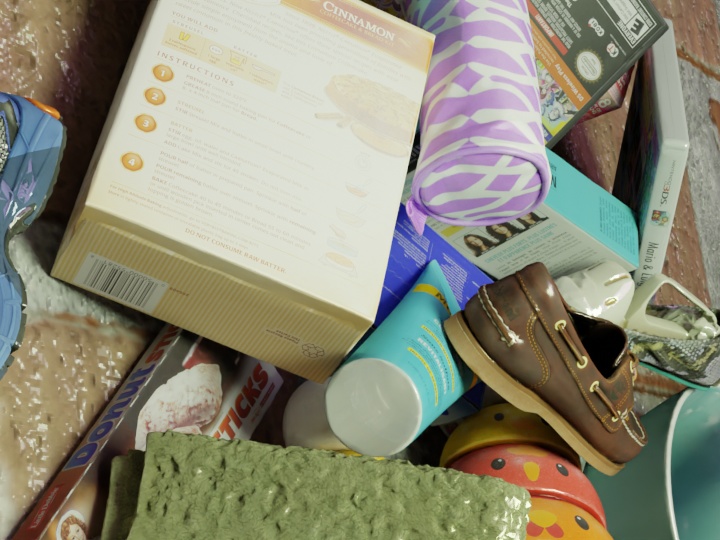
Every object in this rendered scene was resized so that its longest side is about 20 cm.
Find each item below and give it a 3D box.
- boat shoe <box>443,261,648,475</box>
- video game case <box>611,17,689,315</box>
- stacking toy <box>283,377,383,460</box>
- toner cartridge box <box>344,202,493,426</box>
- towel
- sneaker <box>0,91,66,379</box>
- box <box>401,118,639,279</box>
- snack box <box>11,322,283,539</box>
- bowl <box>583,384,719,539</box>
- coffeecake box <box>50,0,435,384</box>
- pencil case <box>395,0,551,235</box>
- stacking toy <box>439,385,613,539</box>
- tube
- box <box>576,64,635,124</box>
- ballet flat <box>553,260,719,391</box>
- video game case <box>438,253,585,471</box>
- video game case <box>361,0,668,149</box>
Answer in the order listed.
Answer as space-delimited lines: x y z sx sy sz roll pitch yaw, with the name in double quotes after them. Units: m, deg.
0.125 0.059 0.940 0.200 0.070 0.070 37 16 -52 "boat shoe"
0.207 -0.061 1.191 0.200 0.024 0.183 -79 176 -57 "video game case"
-0.008 0.146 0.851 0.146 0.146 0.200 26 40 -46 "stacking toy"
0.000 0.000 0.969 0.200 0.043 0.095 39 48 -29 "toner cartridge box"
-0.026 0.149 0.733 0.037 0.199 0.149 82 14 -62 "towel"
-0.191 -0.007 0.715 0.078 0.075 0.200 33 42 -32 "sneaker"
0.088 -0.048 1.071 0.200 0.082 0.049 32 46 -32 "box"
-0.102 0.094 0.822 0.072 0.024 0.200 58 37 -23 "snack box"
0.223 0.188 1.162 0.201 0.105 0.201 28 53 -45 "bowl"
-0.056 -0.064 0.860 0.153 0.073 0.200 23 53 -13 "coffeecake box"
0.061 -0.120 0.960 0.084 0.085 0.201 61 20 -51 "pencil case"
0.088 0.131 0.990 0.146 0.146 0.200 37 37 -40 "stacking toy"
0.033 0.049 0.893 0.078 0.050 0.200 69 19 -5 "tube"
0.109 -0.202 1.179 0.200 0.099 0.096 53 39 -25 "box"
0.171 0.029 1.079 0.200 0.072 0.072 13 64 -33 "ballet flat"
0.109 0.065 1.130 0.182 0.023 0.200 54 39 -24 "video game case"
0.088 -0.172 1.092 0.181 0.025 0.200 -45 117 -4 "video game case"
